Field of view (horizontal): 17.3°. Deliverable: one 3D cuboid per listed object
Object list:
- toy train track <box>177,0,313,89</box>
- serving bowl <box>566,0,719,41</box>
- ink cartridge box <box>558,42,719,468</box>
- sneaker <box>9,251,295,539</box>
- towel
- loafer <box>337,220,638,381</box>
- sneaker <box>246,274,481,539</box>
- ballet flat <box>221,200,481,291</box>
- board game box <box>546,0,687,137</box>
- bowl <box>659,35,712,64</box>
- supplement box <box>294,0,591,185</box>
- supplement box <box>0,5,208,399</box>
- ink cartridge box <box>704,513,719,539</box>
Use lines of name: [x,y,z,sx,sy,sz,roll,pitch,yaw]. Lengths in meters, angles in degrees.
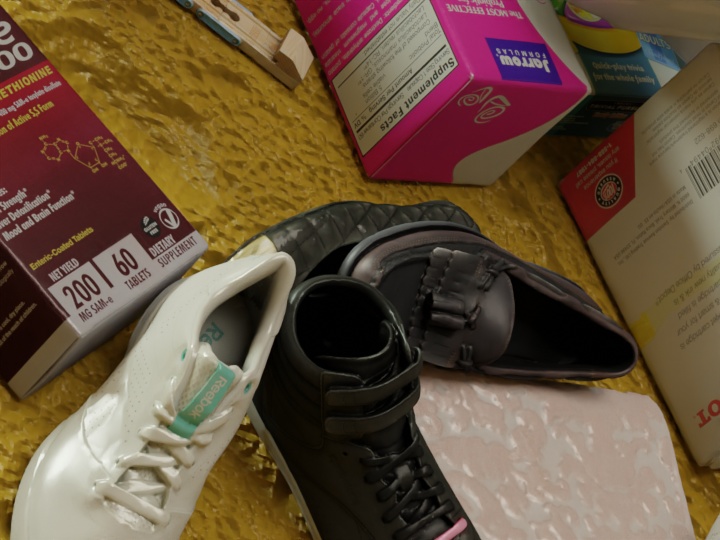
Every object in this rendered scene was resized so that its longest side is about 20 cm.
toy train track: [-0.103,-0.175,1.294,0.200,0.033,0.115,38,40,-12]
serving bowl: [0.189,-0.164,1.334,0.199,0.199,0.066,0,100,-42]
ink cartridge box: [0.222,-0.007,1.361,0.083,0.145,0.201,0,58,-44]
sneaker: [-0.086,0.069,1.039,0.075,0.088,0.201,36,55,-17]
towel: [0.103,0.137,1.220,0.199,0.032,0.192,11,51,-37]
loafer: [0.071,0.021,1.222,0.063,0.072,0.199,25,8,41]
sneaker: [0.011,0.089,1.107,0.070,0.099,0.201,-28,73,-26]
ballet flat: [0.000,0.000,1.212,0.199,0.066,0.057,-9,62,-46]
board game box: [0.115,-0.179,1.486,0.150,0.047,0.201,-1,59,-43]
bowl: [0.244,-0.196,1.553,0.200,0.074,0.200,42,28,-28]
supplement box: [0.033,-0.158,1.351,0.101,0.103,0.201,0,59,-43]
supplement box: [-0.177,-0.051,1.101,0.200,0.061,0.109,48,39,3]
ink cartridge box: [0.215,0.221,1.175,0.148,0.085,0.200,49,47,-12]
